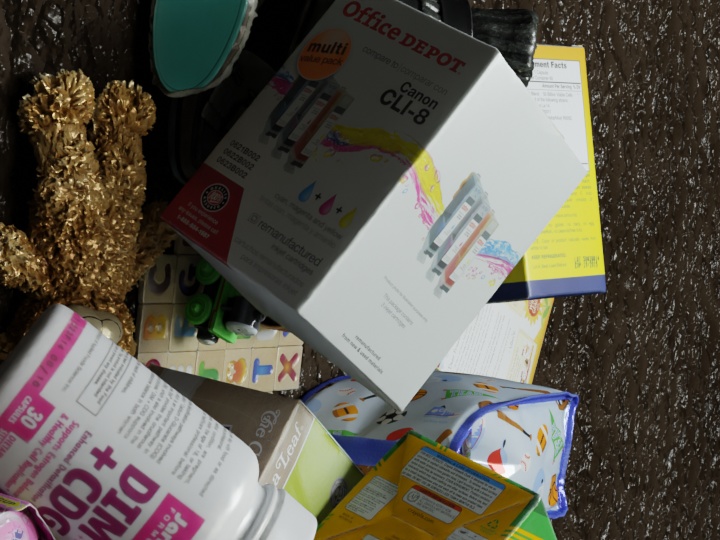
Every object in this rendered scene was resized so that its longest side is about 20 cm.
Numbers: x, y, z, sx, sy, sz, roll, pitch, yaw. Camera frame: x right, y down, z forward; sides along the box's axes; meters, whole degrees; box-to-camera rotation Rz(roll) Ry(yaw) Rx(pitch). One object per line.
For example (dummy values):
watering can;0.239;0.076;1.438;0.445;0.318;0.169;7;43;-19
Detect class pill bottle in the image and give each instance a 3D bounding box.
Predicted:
pill bottle;-0.130;0.121;1.092;0.200;0.113;0.114;38;57;-9

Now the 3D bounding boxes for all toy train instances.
toy train;-0.070;-0.043;1.308;0.042;0.056;0.201;35;64;-54

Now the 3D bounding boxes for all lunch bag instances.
lunch bag;0.048;0.140;1.448;0.200;0.169;0.125;5;88;-59

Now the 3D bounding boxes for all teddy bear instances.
teddy bear;-0.168;-0.023;1.158;0.145;0.066;0.201;33;69;-53

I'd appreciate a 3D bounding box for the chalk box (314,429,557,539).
chalk box;0.064;0.231;1.256;0.124;0.125;0.201;-45;135;-24

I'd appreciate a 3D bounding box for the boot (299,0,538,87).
boot;0.047;-0.164;1.313;0.211;0.157;0.080;-55;163;-82

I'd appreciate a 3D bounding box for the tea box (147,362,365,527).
tea box;-0.093;0.203;1.264;0.201;0.133;0.197;-63;144;-23

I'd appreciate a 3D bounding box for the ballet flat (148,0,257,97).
ballet flat;-0.093;-0.209;1.239;0.072;0.071;0.201;9;89;-58

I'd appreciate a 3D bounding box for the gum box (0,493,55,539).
gum box;-0.214;0.200;1.092;0.066;0.113;0.201;-54;139;-34

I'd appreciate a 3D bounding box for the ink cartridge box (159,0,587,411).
ink cartridge box;0.011;-0.049;1.187;0.200;0.145;0.145;-52;139;-7

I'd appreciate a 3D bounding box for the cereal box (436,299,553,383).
cereal box;0.100;0.041;1.626;0.200;0.039;0.145;42;60;-52

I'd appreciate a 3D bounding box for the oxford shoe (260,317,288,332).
oxford shoe;0.000;0.000;1.312;0.071;0.200;0.072;-16;78;-49

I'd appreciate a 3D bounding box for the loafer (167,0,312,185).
loafer;-0.074;-0.150;1.281;0.072;0.063;0.201;35;68;-55

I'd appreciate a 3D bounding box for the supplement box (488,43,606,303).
supplement box;0.114;-0.075;1.508;0.109;0.109;0.201;-3;87;-48

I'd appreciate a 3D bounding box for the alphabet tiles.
alphabet tiles;-0.096;0.039;1.345;0.200;0.006;0.167;1;97;-58
